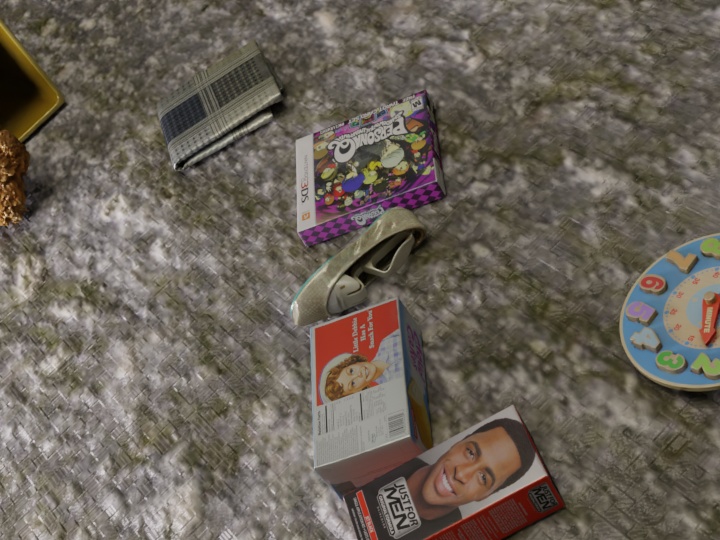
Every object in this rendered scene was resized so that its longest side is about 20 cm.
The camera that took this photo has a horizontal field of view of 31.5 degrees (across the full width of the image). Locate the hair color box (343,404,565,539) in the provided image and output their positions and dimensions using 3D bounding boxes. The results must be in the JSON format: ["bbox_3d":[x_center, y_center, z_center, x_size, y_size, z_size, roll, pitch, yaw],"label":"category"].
[{"bbox_3d":[0.090,0.228,1.264,0.199,0.061,0.102,-29,41,5],"label":"hair color box"}]

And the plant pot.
[{"bbox_3d":[-0.656,-0.310,2.151,0.194,0.196,0.199,-46,34,-13],"label":"plant pot"}]

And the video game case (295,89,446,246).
[{"bbox_3d":[0.009,-0.136,1.673,0.198,0.036,0.183,-19,45,16],"label":"video game case"}]

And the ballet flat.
[{"bbox_3d":[0.000,0.000,1.533,0.200,0.068,0.062,-45,53,-12],"label":"ballet flat"}]

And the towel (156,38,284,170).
[{"bbox_3d":[-0.211,-0.250,1.929,0.199,0.035,0.193,-32,39,5],"label":"towel"}]

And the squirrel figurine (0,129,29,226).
[{"bbox_3d":[-0.606,-0.128,1.984,0.199,0.142,0.188,9,63,40],"label":"squirrel figurine"}]

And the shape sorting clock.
[{"bbox_3d":[0.357,0.037,1.290,0.198,0.039,0.201,-17,44,18],"label":"shape sorting clock"}]

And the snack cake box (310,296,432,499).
[{"bbox_3d":[0.010,0.137,1.396,0.114,0.067,0.201,-21,43,17],"label":"snack cake box"}]
